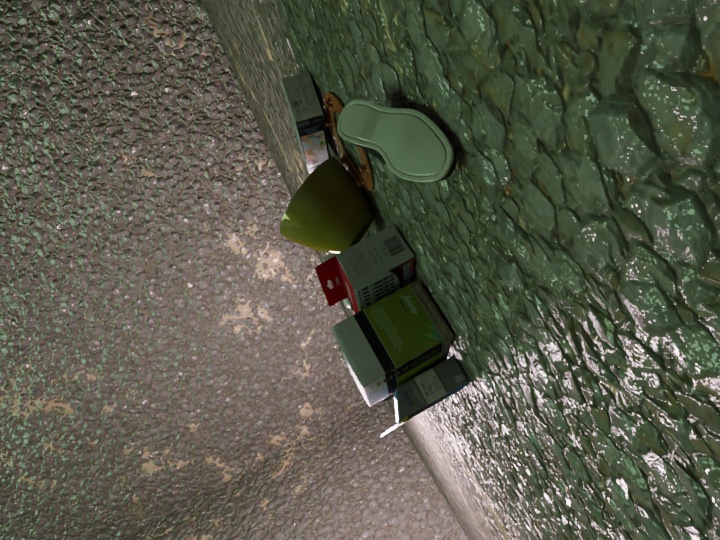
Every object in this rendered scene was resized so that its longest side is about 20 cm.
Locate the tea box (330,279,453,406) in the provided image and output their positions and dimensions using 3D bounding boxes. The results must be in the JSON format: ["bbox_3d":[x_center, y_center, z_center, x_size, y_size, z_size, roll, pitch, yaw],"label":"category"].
[{"bbox_3d":[0.065,0.151,1.042,0.134,0.196,0.200,60,172,23],"label":"tea box"}]

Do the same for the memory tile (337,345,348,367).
[{"bbox_3d":[0.028,0.174,1.388,0.017,0.199,0.154,49,169,26],"label":"memory tile"}]

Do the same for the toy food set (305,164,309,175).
[{"bbox_3d":[-0.092,-0.233,1.363,0.201,0.048,0.198,63,172,12],"label":"toy food set"}]

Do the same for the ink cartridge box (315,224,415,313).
[{"bbox_3d":[0.016,0.027,1.041,0.084,0.175,0.200,59,172,26],"label":"ink cartridge box"}]

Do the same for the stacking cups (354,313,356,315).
[{"bbox_3d":[0.032,0.083,1.223,0.061,0.060,0.200,65,-156,-14],"label":"stacking cups"}]

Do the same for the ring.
[{"bbox_3d":[-0.028,-0.245,1.015,0.201,0.019,0.201,63,173,14],"label":"ring"}]

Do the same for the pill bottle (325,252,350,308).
[{"bbox_3d":[-0.038,0.006,1.603,0.201,0.110,0.111,61,173,13],"label":"pill bottle"}]

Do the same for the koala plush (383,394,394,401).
[{"bbox_3d":[0.099,0.208,1.304,0.178,0.183,0.200,60,-167,17],"label":"koala plush"}]

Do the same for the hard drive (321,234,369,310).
[{"bbox_3d":[0.000,0.000,1.227,0.200,0.131,0.027,55,170,49],"label":"hard drive"}]

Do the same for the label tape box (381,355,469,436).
[{"bbox_3d":[0.114,0.260,1.067,0.064,0.199,0.144,60,172,19],"label":"label tape box"}]

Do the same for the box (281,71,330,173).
[{"bbox_3d":[-0.113,-0.315,1.136,0.200,0.060,0.117,84,168,-69],"label":"box"}]

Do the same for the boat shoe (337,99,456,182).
[{"bbox_3d":[0.049,-0.152,0.627,0.060,0.074,0.200,12,-165,-44],"label":"boat shoe"}]

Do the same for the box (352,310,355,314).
[{"bbox_3d":[0.055,0.169,1.585,0.103,0.094,0.200,66,172,-24],"label":"box"}]

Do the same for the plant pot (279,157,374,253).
[{"bbox_3d":[-0.055,-0.116,1.111,0.142,0.201,0.200,36,169,6],"label":"plant pot"}]
